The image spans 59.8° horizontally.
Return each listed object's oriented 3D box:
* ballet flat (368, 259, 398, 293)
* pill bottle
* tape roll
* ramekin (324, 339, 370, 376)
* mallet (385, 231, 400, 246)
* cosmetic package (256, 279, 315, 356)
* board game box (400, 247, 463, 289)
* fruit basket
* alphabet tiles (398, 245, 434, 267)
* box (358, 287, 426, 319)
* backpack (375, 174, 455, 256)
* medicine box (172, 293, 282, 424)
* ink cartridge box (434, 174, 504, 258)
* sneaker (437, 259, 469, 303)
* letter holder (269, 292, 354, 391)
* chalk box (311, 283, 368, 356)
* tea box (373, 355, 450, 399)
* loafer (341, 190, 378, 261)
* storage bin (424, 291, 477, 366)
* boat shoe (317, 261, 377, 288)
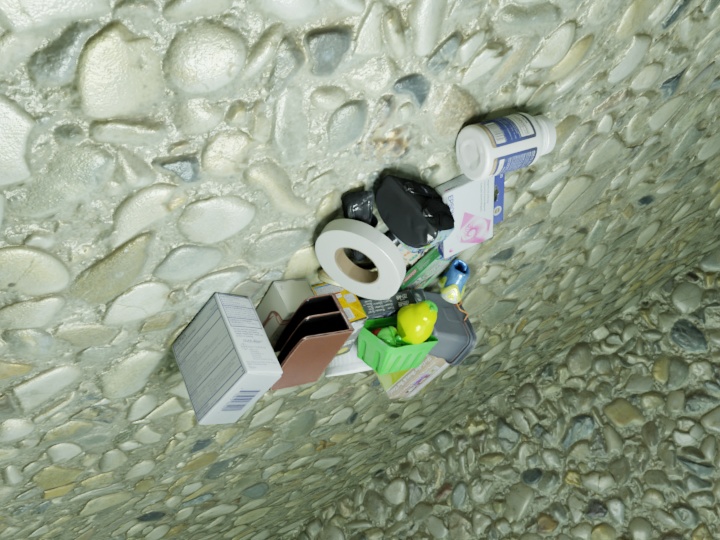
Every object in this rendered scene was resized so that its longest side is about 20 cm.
[{"bbox_3d":[0.045,0.030,1.553,0.062,0.068,0.200,-28,153,10],"label":"ballet flat"},{"bbox_3d":[0.305,-0.262,1.299,0.197,0.112,0.112,-18,150,-24],"label":"pill bottle"},{"bbox_3d":[-0.001,-0.020,1.294,0.037,0.199,0.204,-59,168,-33],"label":"tape roll"},{"bbox_3d":[-0.007,0.223,1.706,0.196,0.100,0.201,-10,169,-2],"label":"ramekin"},{"bbox_3d":[0.039,-0.051,1.373,0.066,0.041,0.200,-42,174,16],"label":"mallet"},{"bbox_3d":[-0.185,0.119,1.433,0.102,0.088,0.201,-4,141,-41],"label":"cosmetic package"},{"bbox_3d":[0.199,-0.023,1.640,0.200,0.029,0.134,-44,161,20],"label":"board game box"},{"bbox_3d":[0.105,0.146,1.554,0.213,0.154,0.219,-27,133,-34],"label":"fruit basket"},{"bbox_3d":[0.140,-0.066,1.549,0.194,0.015,0.200,-37,153,9],"label":"alphabet tiles"},{"bbox_3d":[0.052,0.106,1.640,0.196,0.044,0.160,-10,164,-29],"label":"box"},{"bbox_3d":[0.122,-0.114,1.316,0.199,0.164,0.154,-24,160,-53],"label":"backpack"},{"bbox_3d":[-0.283,0.185,1.314,0.182,0.202,0.102,-45,147,24],"label":"medicine box"},{"bbox_3d":[0.269,-0.145,1.476,0.197,0.044,0.199,-24,136,-13],"label":"ink cartridge box"},{"bbox_3d":[0.262,0.018,1.697,0.200,0.074,0.107,-75,-171,-74],"label":"sneaker"},{"bbox_3d":[-0.129,0.156,1.344,0.140,0.102,0.201,-7,144,-40],"label":"letter holder"},{"bbox_3d":[-0.086,0.137,1.527,0.122,0.125,0.201,-13,148,-33],"label":"chalk box"},{"bbox_3d":[0.138,0.237,1.836,0.200,0.199,0.132,-44,150,24],"label":"tea box"},{"bbox_3d":[0.005,-0.090,1.311,0.069,0.069,0.202,-17,146,-8],"label":"loafer"},{"bbox_3d":[0.211,0.141,1.708,0.132,0.202,0.146,13,130,-34],"label":"storage bin"},{"bbox_3d":[0.000,0.000,1.427,0.195,0.073,0.064,1,110,-13],"label":"boat shoe"}]
